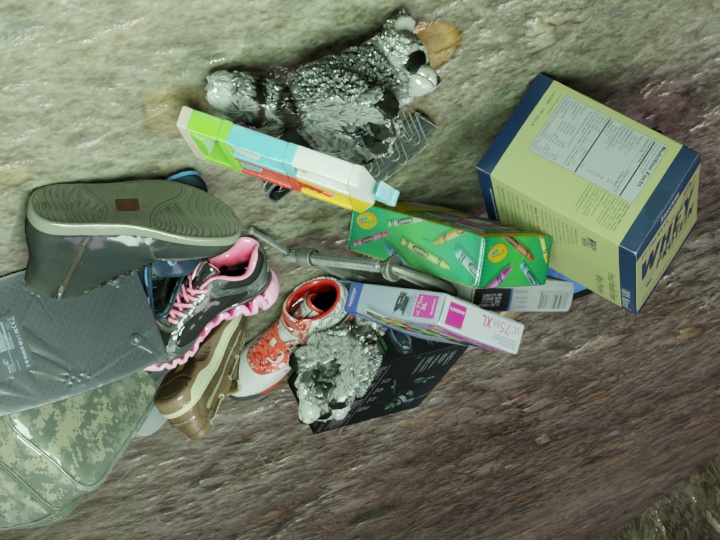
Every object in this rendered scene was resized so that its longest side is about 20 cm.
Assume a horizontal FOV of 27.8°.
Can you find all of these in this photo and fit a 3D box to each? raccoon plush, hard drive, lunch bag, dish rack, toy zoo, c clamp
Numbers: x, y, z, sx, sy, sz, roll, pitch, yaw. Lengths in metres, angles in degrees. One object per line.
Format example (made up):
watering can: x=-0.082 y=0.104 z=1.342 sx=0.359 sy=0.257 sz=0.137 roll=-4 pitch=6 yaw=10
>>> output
raccoon plush: x=-0.002 y=0.113 z=1.778 sx=0.200 sy=0.097 sz=0.134 roll=-33 pitch=166 yaw=-4
hard drive: x=-0.306 y=0.064 z=1.443 sx=0.200 sy=0.135 sz=0.042 roll=-18 pitch=171 yaw=-25
lunch bag: x=-0.333 y=0.171 z=1.551 sx=0.168 sy=0.139 sz=0.200 roll=-35 pitch=-163 yaw=35
dish rack: x=-0.004 y=-0.119 z=1.490 sx=0.153 sy=0.055 sz=0.200 roll=-36 pitch=155 yaw=19
raccoon plush: x=-0.027 y=-0.188 z=1.313 sx=0.200 sy=0.134 sz=0.097 roll=22 pitch=144 yaw=-15
toy zoo: x=-0.062 y=-0.094 z=1.314 sx=0.131 sy=0.199 sz=0.021 roll=82 pitch=27 yaw=-82
c clamp: x=0.000 y=0.000 z=1.577 sx=0.200 sy=0.027 sz=0.171 roll=8 pitch=167 yaw=37

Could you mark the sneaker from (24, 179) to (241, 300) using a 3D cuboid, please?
sneaker: x=-0.218 y=-0.025 z=1.377 sx=0.199 sy=0.075 sz=0.106 roll=4 pitch=136 yaw=-15

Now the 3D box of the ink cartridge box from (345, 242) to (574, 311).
ink cartridge box: x=0.115 y=0.008 z=1.714 sx=0.197 sy=0.200 sz=0.047 roll=-1 pitch=102 yaw=-48

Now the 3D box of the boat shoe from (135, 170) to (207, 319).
boat shoe: x=-0.183 y=-0.023 z=1.469 sx=0.084 sy=0.069 sz=0.200 roll=-17 pitch=154 yaw=-24

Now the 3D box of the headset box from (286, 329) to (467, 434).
headset box: x=0.031 y=0.121 z=1.959 sx=0.200 sy=0.093 sz=0.174 roll=-11 pitch=151 yaw=-34

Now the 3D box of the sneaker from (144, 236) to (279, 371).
sneaker: x=-0.178 y=0.029 z=1.571 sx=0.200 sy=0.079 sz=0.096 roll=-35 pitch=150 yaw=-23

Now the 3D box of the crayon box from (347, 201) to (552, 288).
crayon box: x=0.098 y=-0.031 z=1.615 sx=0.119 sy=0.200 sz=0.058 roll=-2 pitch=104 yaw=-45

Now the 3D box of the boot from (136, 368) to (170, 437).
boot: x=-0.232 y=0.116 z=1.710 sx=0.200 sy=0.095 sz=0.074 roll=-40 pitch=124 yaw=-35

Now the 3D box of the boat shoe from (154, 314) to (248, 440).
boat shoe: x=-0.167 y=0.111 z=1.627 sx=0.075 sy=0.075 sz=0.202 roll=-19 pitch=-152 yaw=33

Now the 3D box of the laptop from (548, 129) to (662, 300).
laptop: x=0.312 y=-0.064 z=1.877 sx=0.177 sy=0.103 sz=0.200 roll=-20 pitch=155 yaw=-18

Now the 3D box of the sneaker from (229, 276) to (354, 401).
sneaker: x=-0.095 y=0.079 z=1.776 sx=0.201 sy=0.067 sz=0.108 roll=-32 pitch=155 yaw=-1

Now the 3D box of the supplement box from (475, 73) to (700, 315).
supplement box: x=0.256 y=-0.081 z=1.615 sx=0.134 sy=0.200 sz=0.200 roll=-55 pitch=159 yaw=-11

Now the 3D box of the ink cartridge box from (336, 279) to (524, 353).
ink cartridge box: x=0.068 y=0.050 z=1.584 sx=0.119 sy=0.042 sz=0.200 roll=22 pitch=173 yaw=-36
